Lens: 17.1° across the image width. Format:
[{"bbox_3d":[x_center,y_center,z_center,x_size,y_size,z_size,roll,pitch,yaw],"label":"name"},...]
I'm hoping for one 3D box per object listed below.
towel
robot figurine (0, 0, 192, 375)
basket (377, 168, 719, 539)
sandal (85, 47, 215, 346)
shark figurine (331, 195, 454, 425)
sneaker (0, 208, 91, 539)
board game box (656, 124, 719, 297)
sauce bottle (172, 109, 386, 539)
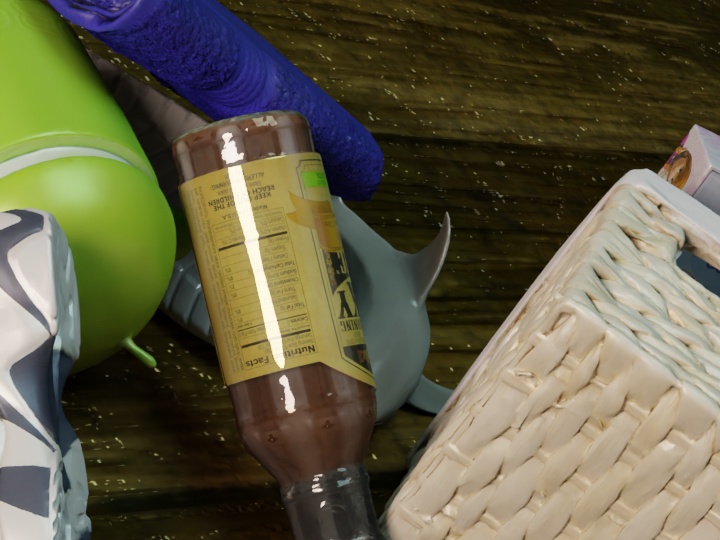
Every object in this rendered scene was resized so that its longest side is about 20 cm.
[{"bbox_3d":[-0.085,-0.104,1.086,0.148,0.050,0.200,45,7,40],"label":"towel"},{"bbox_3d":[-0.151,-0.038,1.017,0.175,0.116,0.200,17,33,-47],"label":"robot figurine"},{"bbox_3d":[0.105,0.082,1.040,0.135,0.200,0.123,36,34,2],"label":"basket"},{"bbox_3d":[-0.093,-0.039,1.143,0.203,0.082,0.050,45,-5,15],"label":"sandal"},{"bbox_3d":[0.003,-0.011,1.182,0.128,0.090,0.215,12,38,-40],"label":"shark figurine"},{"bbox_3d":[-0.169,0.077,0.879,0.080,0.129,0.200,71,14,-75],"label":"sneaker"},{"bbox_3d":[0.189,0.053,1.167,0.199,0.200,0.041,25,28,-20],"label":"board game box"},{"bbox_3d":[-0.029,0.034,1.018,0.065,0.065,0.201,-10,85,-53],"label":"sauce bottle"}]
